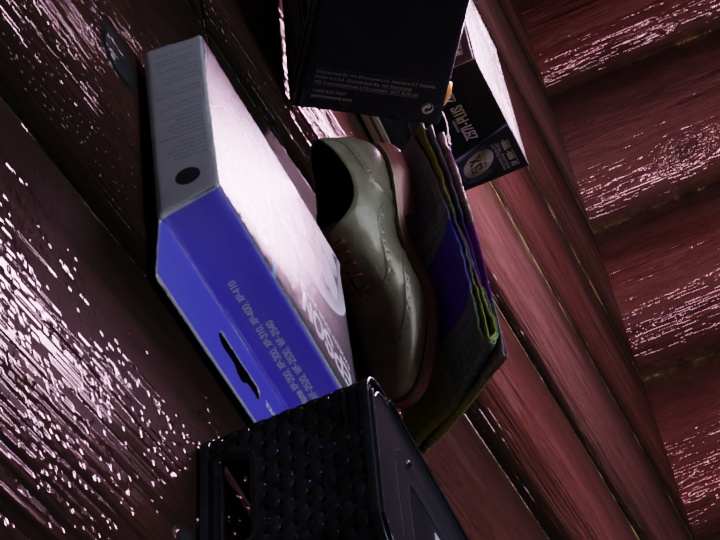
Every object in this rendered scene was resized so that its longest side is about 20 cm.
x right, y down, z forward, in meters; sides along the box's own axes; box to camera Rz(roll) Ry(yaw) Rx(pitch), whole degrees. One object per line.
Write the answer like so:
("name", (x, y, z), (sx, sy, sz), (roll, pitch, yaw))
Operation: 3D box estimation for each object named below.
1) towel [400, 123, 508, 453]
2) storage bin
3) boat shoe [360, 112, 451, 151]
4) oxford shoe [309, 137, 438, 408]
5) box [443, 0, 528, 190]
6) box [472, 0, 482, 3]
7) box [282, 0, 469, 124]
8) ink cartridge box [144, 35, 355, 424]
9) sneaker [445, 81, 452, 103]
("towel", (0.044, 0.013, 1.501), (0.023, 0.144, 0.200), (4, 53, -26))
("storage bin", (0.007, 0.169, 1.034), (0.135, 0.094, 0.200), (-95, 161, -56))
("boat shoe", (0.053, -0.110, 1.905), (0.075, 0.062, 0.200), (-103, 168, -47))
("oxford shoe", (0.000, 0.000, 1.470), (0.075, 0.070, 0.200), (12, 56, -40))
("box", (0.093, -0.211, 2.236), (0.200, 0.086, 0.164), (-101, 164, -45))
("box", (0.117, -0.369, 2.357), (0.106, 0.200, 0.122), (-92, 157, -61))
("box", (0.018, -0.248, 1.605), (0.200, 0.123, 0.199), (-97, -164, -54))
("ink cartridge box", (-0.058, 0.000, 1.191), (0.200, 0.043, 0.198), (-98, 163, -49))
("sneaker", (0.031, -0.245, 2.037), (0.200, 0.078, 0.077), (68, 20, 4))
